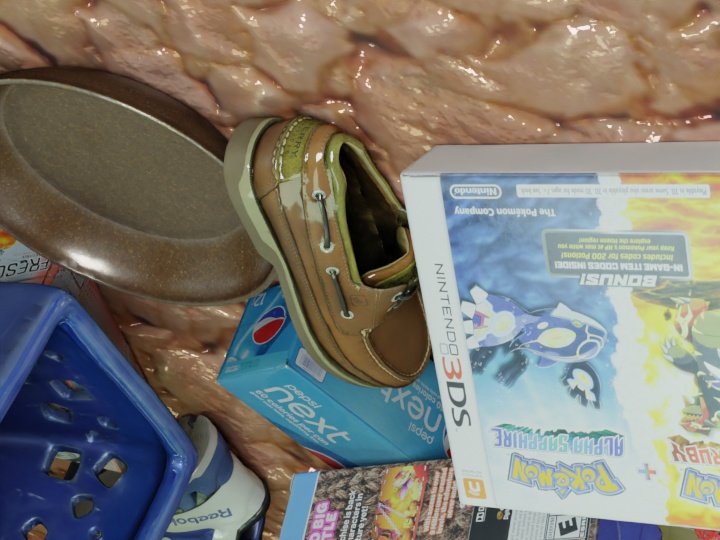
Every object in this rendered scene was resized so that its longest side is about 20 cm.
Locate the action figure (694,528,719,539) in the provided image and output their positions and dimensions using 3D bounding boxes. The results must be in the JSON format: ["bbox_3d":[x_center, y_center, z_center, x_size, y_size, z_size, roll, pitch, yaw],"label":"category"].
[{"bbox_3d":[0.265,0.154,1.054,0.198,0.066,0.052,11,-178,16],"label":"action figure"}]

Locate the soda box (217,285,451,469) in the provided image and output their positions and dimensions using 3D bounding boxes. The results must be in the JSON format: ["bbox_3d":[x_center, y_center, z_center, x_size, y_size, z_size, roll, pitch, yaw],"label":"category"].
[{"bbox_3d":[0.015,0.088,1.090,0.200,0.065,0.068,40,146,-29],"label":"soda box"}]

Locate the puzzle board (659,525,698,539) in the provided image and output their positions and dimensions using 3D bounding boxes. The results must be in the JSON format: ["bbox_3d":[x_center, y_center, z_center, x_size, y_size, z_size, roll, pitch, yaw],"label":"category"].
[{"bbox_3d":[0.171,0.198,1.236,0.149,0.017,0.201,13,149,17],"label":"puzzle board"}]

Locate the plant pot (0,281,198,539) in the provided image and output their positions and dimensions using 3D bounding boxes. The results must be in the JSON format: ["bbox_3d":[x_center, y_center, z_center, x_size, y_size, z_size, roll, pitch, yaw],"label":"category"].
[{"bbox_3d":[-0.240,0.125,1.078,0.179,0.201,0.200,11,150,31],"label":"plant pot"}]

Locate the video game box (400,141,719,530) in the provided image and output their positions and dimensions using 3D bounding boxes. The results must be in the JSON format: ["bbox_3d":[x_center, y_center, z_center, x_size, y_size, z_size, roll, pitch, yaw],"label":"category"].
[{"bbox_3d":[0.125,0.032,0.873,0.198,0.047,0.184,1,115,32],"label":"video game box"}]

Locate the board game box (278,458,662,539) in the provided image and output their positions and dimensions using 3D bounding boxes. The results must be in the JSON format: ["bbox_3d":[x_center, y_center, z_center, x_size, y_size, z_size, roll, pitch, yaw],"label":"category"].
[{"bbox_3d":[0.052,0.196,1.011,0.198,0.160,0.097,-8,139,28],"label":"board game box"}]

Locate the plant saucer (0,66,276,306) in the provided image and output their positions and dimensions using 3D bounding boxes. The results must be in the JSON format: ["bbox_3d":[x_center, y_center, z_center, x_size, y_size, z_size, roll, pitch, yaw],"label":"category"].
[{"bbox_3d":[-0.131,-0.051,0.999,0.199,0.037,0.201,16,150,10],"label":"plant saucer"}]

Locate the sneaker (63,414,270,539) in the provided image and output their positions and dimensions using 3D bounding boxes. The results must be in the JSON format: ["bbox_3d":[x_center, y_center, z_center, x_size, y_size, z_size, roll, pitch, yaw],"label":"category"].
[{"bbox_3d":[-0.134,0.175,1.333,0.115,0.081,0.199,41,144,-27],"label":"sneaker"}]

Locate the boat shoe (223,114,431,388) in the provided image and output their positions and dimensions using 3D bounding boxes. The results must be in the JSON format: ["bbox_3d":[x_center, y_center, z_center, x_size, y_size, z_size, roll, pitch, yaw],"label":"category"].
[{"bbox_3d":[0.000,0.000,0.960,0.067,0.072,0.200,2,146,31],"label":"boat shoe"}]

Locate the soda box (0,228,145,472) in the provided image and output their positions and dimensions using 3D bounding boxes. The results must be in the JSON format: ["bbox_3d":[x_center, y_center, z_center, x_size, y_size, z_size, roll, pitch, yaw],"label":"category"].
[{"bbox_3d":[-0.198,0.052,1.188,0.068,0.064,0.201,11,148,18],"label":"soda box"}]
